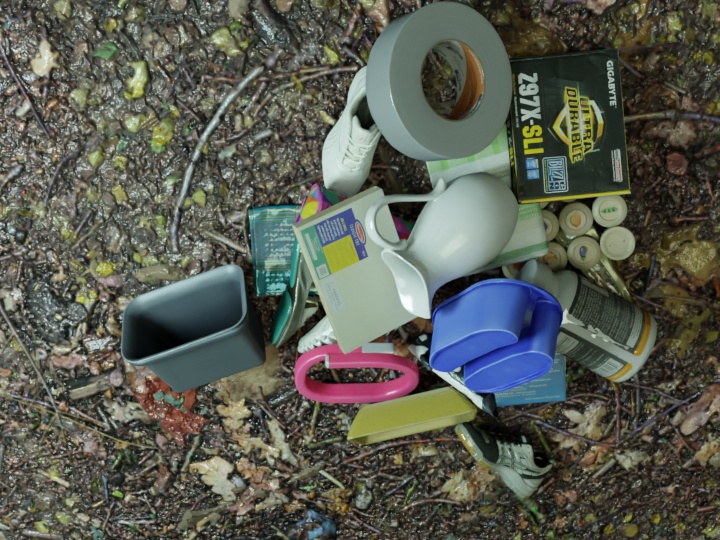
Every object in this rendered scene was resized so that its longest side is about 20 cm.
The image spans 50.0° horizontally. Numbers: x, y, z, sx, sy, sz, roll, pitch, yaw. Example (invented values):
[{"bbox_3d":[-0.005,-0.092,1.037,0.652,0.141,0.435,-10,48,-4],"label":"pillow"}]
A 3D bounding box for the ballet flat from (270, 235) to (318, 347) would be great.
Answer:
[{"bbox_3d":[-0.086,0.033,1.167,0.063,0.068,0.202,9,113,-18],"label":"ballet flat"}]

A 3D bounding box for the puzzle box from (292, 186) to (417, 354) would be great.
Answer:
[{"bbox_3d":[0.000,0.000,1.070,0.132,0.025,0.202,-25,112,-13],"label":"puzzle box"}]

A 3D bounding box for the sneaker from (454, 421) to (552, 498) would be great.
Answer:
[{"bbox_3d":[0.242,0.298,1.300,0.200,0.076,0.088,40,99,-26],"label":"sneaker"}]

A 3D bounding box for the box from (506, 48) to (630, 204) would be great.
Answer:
[{"bbox_3d":[0.287,-0.199,1.082,0.158,0.049,0.203,-5,91,2],"label":"box"}]

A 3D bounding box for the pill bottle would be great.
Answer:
[{"bbox_3d":[0.316,0.070,1.122,0.198,0.117,0.117,28,108,-4],"label":"pill bottle"}]

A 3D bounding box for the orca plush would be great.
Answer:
[{"bbox_3d":[0.153,0.140,1.180,0.105,0.200,0.071,31,95,-30],"label":"orca plush"}]

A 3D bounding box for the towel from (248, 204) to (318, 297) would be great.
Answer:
[{"bbox_3d":[-0.071,-0.030,1.187,0.197,0.022,0.148,-1,112,-1],"label":"towel"}]

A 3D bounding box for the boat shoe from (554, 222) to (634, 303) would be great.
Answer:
[{"bbox_3d":[0.368,0.009,1.191,0.062,0.073,0.201,-28,99,16],"label":"boat shoe"}]

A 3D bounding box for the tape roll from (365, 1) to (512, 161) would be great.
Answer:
[{"bbox_3d":[0.107,-0.249,1.032,0.198,0.066,0.203,-3,96,-29],"label":"tape roll"}]

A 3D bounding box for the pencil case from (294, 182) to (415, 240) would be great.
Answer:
[{"bbox_3d":[0.003,-0.057,1.117,0.198,0.089,0.089,21,110,-27],"label":"pencil case"}]

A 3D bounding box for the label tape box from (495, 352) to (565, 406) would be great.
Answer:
[{"bbox_3d":[0.248,0.109,1.225,0.141,0.066,0.203,-5,103,0],"label":"label tape box"}]

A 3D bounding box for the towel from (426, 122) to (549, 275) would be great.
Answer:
[{"bbox_3d":[0.185,-0.104,1.138,0.147,0.031,0.202,-15,96,7],"label":"towel"}]

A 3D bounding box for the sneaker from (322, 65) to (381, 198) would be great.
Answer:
[{"bbox_3d":[-0.007,-0.187,1.085,0.077,0.100,0.202,15,110,-7],"label":"sneaker"}]

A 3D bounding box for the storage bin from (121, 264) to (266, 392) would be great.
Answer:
[{"bbox_3d":[-0.243,0.094,1.181,0.198,0.147,0.135,-19,138,5],"label":"storage bin"}]

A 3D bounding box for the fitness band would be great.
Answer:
[{"bbox_3d":[-0.005,0.166,1.220,0.197,0.038,0.144,1,143,-5],"label":"fitness band"}]

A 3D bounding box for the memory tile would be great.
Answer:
[{"bbox_3d":[0.294,-0.072,1.144,0.198,0.017,0.155,-13,97,16],"label":"memory tile"}]

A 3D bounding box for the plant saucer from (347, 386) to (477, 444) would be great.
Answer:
[{"bbox_3d":[0.082,0.230,1.227,0.197,0.200,0.049,-13,74,4],"label":"plant saucer"}]

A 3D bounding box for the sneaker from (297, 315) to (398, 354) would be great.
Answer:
[{"bbox_3d":[-0.020,0.079,1.201,0.199,0.082,0.075,-29,146,33],"label":"sneaker"}]

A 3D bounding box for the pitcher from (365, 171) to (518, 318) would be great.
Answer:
[{"bbox_3d":[0.110,-0.062,1.044,0.200,0.121,0.172,-41,114,-19],"label":"pitcher"}]

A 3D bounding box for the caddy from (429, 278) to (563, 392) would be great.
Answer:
[{"bbox_3d":[0.183,0.083,1.055,0.141,0.106,0.200,30,143,-22],"label":"caddy"}]
